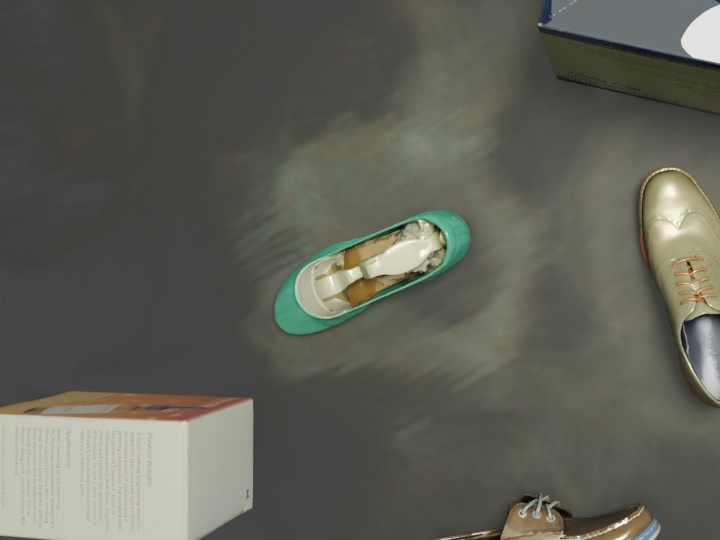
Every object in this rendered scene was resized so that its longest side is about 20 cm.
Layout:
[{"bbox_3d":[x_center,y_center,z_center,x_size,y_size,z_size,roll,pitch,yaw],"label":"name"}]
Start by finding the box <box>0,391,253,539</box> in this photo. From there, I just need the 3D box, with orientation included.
[{"bbox_3d":[-0.214,0.172,0.872,0.199,0.152,0.107,0,90,15],"label":"box"}]

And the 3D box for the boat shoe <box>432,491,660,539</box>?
[{"bbox_3d":[0.146,0.227,0.814,0.199,0.072,0.073,-24,83,14],"label":"boat shoe"}]

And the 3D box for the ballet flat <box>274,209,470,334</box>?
[{"bbox_3d":[0.000,0.000,0.854,0.199,0.070,0.068,-25,84,15],"label":"ballet flat"}]

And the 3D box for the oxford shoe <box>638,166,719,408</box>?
[{"bbox_3d":[0.272,0.011,0.776,0.070,0.074,0.201,-18,86,15],"label":"oxford shoe"}]

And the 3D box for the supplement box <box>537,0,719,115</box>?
[{"bbox_3d":[0.249,-0.201,0.716,0.199,0.200,0.135,17,95,15],"label":"supplement box"}]
